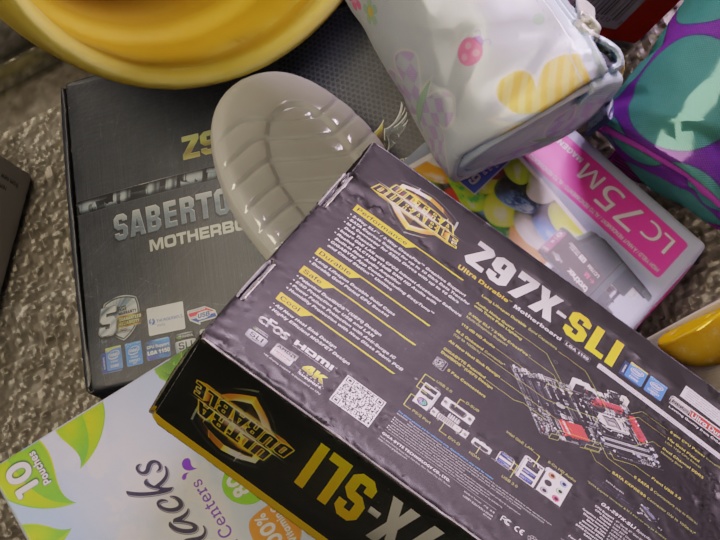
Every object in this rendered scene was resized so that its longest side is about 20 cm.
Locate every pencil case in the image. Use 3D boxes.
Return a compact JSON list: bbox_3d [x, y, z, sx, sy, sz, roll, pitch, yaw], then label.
[{"bbox_3d":[0.183,-0.117,0.981,0.200,0.085,0.092,-56,25,1],"label":"pencil case"},{"bbox_3d":[0.028,-0.136,0.939,0.200,0.083,0.091,60,144,10],"label":"pencil case"}]

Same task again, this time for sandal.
[{"bbox_3d":[-0.006,0.002,0.987,0.203,0.082,0.050,56,143,21],"label":"sandal"}]

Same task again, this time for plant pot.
[{"bbox_3d":[-0.112,-0.196,1.059,0.201,0.201,0.189,-59,27,-2],"label":"plant pot"}]

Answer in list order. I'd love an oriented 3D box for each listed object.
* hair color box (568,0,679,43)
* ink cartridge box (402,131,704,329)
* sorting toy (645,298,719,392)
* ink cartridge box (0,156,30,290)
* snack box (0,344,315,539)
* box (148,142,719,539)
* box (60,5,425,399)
[{"bbox_3d":[0.069,-0.201,1.039,0.061,0.101,0.200,-45,61,32],"label":"hair color box"},{"bbox_3d":[0.044,0.012,0.945,0.119,0.042,0.200,42,54,7],"label":"ink cartridge box"},{"bbox_3d":[0.225,0.070,0.917,0.200,0.107,0.180,-30,85,13],"label":"sorting toy"},{"bbox_3d":[-0.265,0.026,1.127,0.146,0.086,0.200,9,80,25],"label":"ink cartridge box"},{"bbox_3d":[-0.043,0.127,0.928,0.142,0.053,0.200,-33,58,-5],"label":"snack box"},{"bbox_3d":[0.045,0.057,0.836,0.200,0.160,0.049,36,125,2],"label":"box"},{"bbox_3d":[-0.038,-0.032,1.067,0.200,0.051,0.158,-12,71,18],"label":"box"}]
